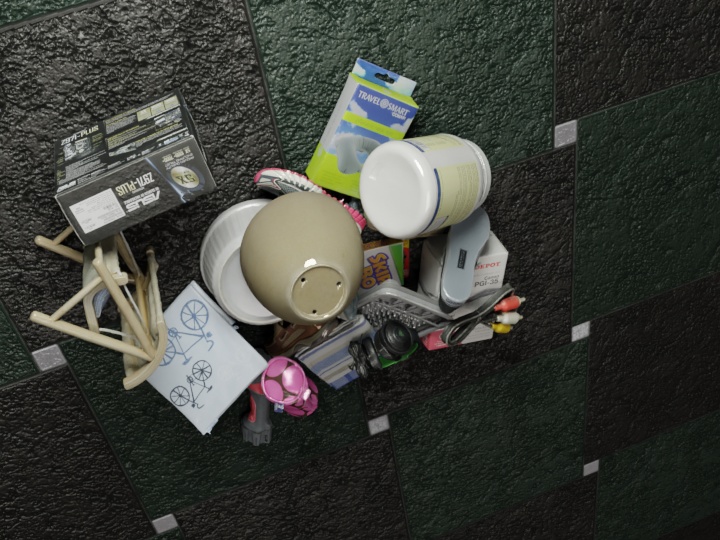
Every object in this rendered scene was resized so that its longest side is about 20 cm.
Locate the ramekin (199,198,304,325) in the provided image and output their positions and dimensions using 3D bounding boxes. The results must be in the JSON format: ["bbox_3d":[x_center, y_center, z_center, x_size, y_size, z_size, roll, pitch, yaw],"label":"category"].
[{"bbox_3d":[-0.160,-0.005,1.281,0.197,0.095,0.207,-8,119,-14],"label":"ramekin"}]

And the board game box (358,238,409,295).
[{"bbox_3d":[0.000,0.000,1.413,0.195,0.030,0.097,-15,127,-16],"label":"board game box"}]

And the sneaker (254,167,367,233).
[{"bbox_3d":[-0.082,-0.097,1.243,0.197,0.080,0.076,31,82,-18],"label":"sneaker"}]

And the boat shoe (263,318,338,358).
[{"bbox_3d":[-0.115,0.097,1.367,0.072,0.076,0.198,48,139,-13],"label":"boat shoe"}]

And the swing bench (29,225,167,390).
[{"bbox_3d":[-0.369,0.028,1.166,0.129,0.200,0.200,-36,130,7],"label":"swing bench"}]

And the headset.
[{"bbox_3d":[0.038,0.152,1.394,0.122,0.096,0.199,-33,155,22],"label":"headset"}]

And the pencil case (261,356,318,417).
[{"bbox_3d":[-0.122,0.217,1.416,0.091,0.200,0.093,18,78,9],"label":"pencil case"}]

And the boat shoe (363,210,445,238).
[{"bbox_3d":[0.082,-0.082,1.346,0.196,0.073,0.066,-8,138,-40],"label":"boat shoe"}]

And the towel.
[{"bbox_3d":[-0.027,0.155,1.471,0.145,0.024,0.200,-29,148,5],"label":"towel"}]

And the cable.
[{"bbox_3d":[0.229,0.085,1.415,0.197,0.050,0.099,-16,131,-44],"label":"cable"}]

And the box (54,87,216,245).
[{"bbox_3d":[-0.315,-0.147,1.088,0.196,0.165,0.087,-25,130,-5],"label":"box"}]

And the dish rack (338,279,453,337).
[{"bbox_3d":[0.055,0.076,1.423,0.169,0.045,0.199,21,149,-28],"label":"dish rack"}]

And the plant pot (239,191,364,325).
[{"bbox_3d":[-0.076,0.001,1.177,0.195,0.135,0.205,-7,117,-14],"label":"plant pot"}]

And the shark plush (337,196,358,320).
[{"bbox_3d":[-0.014,-0.020,1.331,0.089,0.083,0.205,21,83,-29],"label":"shark plush"}]

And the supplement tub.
[{"bbox_3d":[0.107,-0.138,1.244,0.198,0.144,0.148,-17,136,-48],"label":"supplement tub"}]

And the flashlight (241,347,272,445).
[{"bbox_3d":[-0.201,0.241,1.478,0.066,0.068,0.204,-9,131,-22],"label":"flashlight"}]

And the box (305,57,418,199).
[{"bbox_3d":[0.006,-0.218,1.248,0.119,0.048,0.203,13,118,-30],"label":"box"}]

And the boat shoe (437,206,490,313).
[{"bbox_3d":[0.174,-0.019,1.348,0.072,0.204,0.068,15,151,-5],"label":"boat shoe"}]

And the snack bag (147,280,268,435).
[{"bbox_3d":[-0.276,0.152,1.343,0.200,0.021,0.189,43,102,-4],"label":"snack bag"}]

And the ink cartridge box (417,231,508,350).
[{"bbox_3d":[0.185,0.036,1.477,0.143,0.083,0.204,-8,126,-17],"label":"ink cartridge box"}]
